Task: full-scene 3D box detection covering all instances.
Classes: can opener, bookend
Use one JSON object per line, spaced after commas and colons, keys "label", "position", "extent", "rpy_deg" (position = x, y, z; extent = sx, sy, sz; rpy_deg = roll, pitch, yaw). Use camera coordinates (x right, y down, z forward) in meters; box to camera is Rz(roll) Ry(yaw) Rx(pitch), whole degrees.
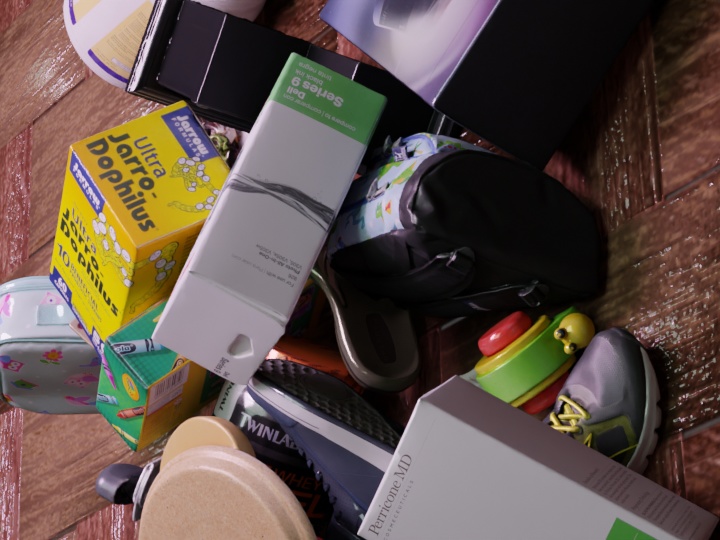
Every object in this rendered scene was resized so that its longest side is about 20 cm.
{"label": "can opener", "position": [-0.152, 0.156, 1.765], "extent": [0.067, 0.200, 0.054], "rpy_deg": [22, 107, 17]}
{"label": "bookend", "position": [-0.054, -0.141, 1.717], "extent": [0.200, 0.198, 0.092], "rpy_deg": [28, 99, 56]}

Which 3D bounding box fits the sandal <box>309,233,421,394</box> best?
{"label": "sandal", "position": [0.001, 0.000, 1.672], "extent": [0.202, 0.080, 0.057], "rpy_deg": [65, 157, 23]}

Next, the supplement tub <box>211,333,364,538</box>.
{"label": "supplement tub", "position": [-0.070, 0.159, 1.700], "extent": [0.122, 0.122, 0.201], "rpy_deg": [32, 106, 56]}

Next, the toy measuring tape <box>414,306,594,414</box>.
{"label": "toy measuring tape", "position": [0.093, 0.081, 1.520], "extent": [0.200, 0.073, 0.074], "rpy_deg": [-34, 51, 44]}

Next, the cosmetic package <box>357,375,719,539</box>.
{"label": "cosmetic package", "position": [0.113, 0.163, 1.351], "extent": [0.199, 0.085, 0.108], "rpy_deg": [26, 106, 13]}

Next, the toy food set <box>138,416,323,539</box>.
{"label": "toy food set", "position": [-0.096, 0.225, 1.603], "extent": [0.200, 0.049, 0.199], "rpy_deg": [33, 119, 30]}

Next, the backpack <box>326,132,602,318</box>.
{"label": "backpack", "position": [0.061, -0.029, 1.557], "extent": [0.200, 0.163, 0.154], "rpy_deg": [-35, 42, 55]}

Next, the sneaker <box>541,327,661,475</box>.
{"label": "sneaker", "position": [0.137, 0.133, 1.424], "extent": [0.074, 0.084, 0.201], "rpy_deg": [25, 100, 56]}

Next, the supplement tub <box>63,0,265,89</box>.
{"label": "supplement tub", "position": [-0.176, -0.269, 2.006], "extent": [0.200, 0.145, 0.146], "rpy_deg": [-29, 55, 49]}

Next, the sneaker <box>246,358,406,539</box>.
{"label": "sneaker", "position": [-0.023, 0.168, 1.599], "extent": [0.202, 0.077, 0.147], "rpy_deg": [32, 113, 18]}

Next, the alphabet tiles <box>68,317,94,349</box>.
{"label": "alphabet tiles", "position": [-0.148, 0.009, 1.831], "extent": [0.166, 0.006, 0.200], "rpy_deg": [40, 74, 18]}

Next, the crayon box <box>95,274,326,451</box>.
{"label": "crayon box", "position": [-0.117, 0.051, 1.722], "extent": [0.058, 0.200, 0.119], "rpy_deg": [47, 153, 16]}

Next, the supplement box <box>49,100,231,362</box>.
{"label": "supplement box", "position": [-0.174, -0.024, 1.724], "extent": [0.109, 0.109, 0.200], "rpy_deg": [54, 151, 21]}

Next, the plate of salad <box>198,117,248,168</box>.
{"label": "plate of salad", "position": [-0.145, -0.081, 1.977], "extent": [0.200, 0.048, 0.201], "rpy_deg": [-27, 56, 51]}

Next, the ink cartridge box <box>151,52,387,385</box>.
{"label": "ink cartridge box", "position": [-0.067, -0.036, 1.560], "extent": [0.201, 0.084, 0.146], "rpy_deg": [-66, 5, -28]}

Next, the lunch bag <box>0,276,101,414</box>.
{"label": "lunch bag", "position": [-0.229, 0.065, 1.897], "extent": [0.161, 0.199, 0.077], "rpy_deg": [96, 173, -60]}

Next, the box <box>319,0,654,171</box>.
{"label": "box", "position": [0.101, -0.213, 1.549], "extent": [0.200, 0.123, 0.198], "rpy_deg": [-57, 36, 8]}
